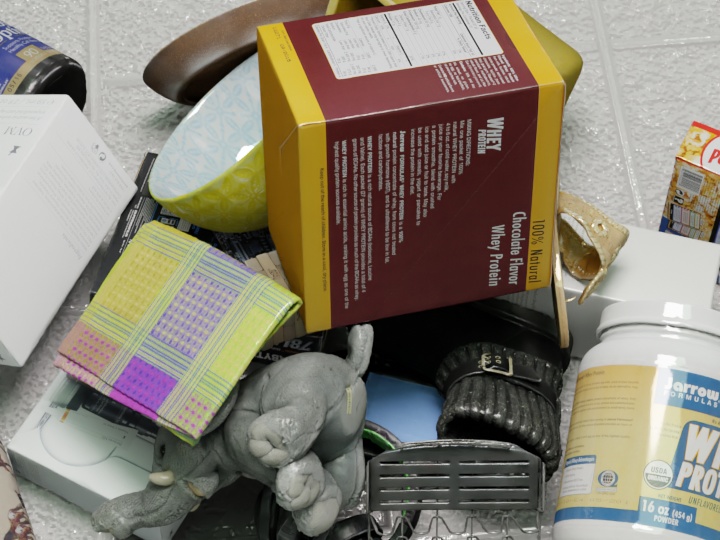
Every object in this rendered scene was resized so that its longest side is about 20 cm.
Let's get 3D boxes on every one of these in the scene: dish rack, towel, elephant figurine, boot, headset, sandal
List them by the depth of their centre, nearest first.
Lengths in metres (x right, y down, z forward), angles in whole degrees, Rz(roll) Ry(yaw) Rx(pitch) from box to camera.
[{"bbox_3d":[0.073,0.229,1.356,0.152,0.055,0.201,-1,101,-2],"label":"dish rack"},{"bbox_3d":[-0.101,0.125,1.379,0.199,0.142,0.155,4,22,33],"label":"elephant figurine"},{"bbox_3d":[-0.146,0.044,1.380,0.199,0.023,0.144,23,73,43],"label":"towel"},{"bbox_3d":[-0.036,0.206,1.409,0.123,0.094,0.201,30,78,19],"label":"headset"},{"bbox_3d":[0.182,-0.036,1.450,0.069,0.078,0.213,-6,51,2],"label":"sandal"},{"bbox_3d":[0.070,0.086,1.455,0.210,0.080,0.158,12,41,8],"label":"boot"}]

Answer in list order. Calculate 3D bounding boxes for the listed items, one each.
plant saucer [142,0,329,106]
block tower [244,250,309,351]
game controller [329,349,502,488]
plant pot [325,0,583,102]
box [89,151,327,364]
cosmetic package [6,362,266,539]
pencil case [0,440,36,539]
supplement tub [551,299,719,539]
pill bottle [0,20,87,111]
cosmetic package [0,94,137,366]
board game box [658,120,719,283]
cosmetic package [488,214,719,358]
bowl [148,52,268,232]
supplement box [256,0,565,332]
[{"bbox_3d":[-0.100,-0.197,1.621,0.199,0.200,0.032,-22,81,-13],"label":"plant saucer"},{"bbox_3d":[0.000,0.000,1.449,0.199,0.058,0.054,-19,46,-17],"label":"block tower"},{"bbox_3d":[0.052,0.126,1.493,0.199,0.042,0.105,14,58,8],"label":"game controller"},{"bbox_3d":[0.084,-0.153,1.587,0.194,0.196,0.199,42,39,24],"label":"plant pot"},{"bbox_3d":[-0.114,-0.010,1.536,0.197,0.050,0.201,12,41,0],"label":"box"},{"bbox_3d":[-0.178,0.113,1.497,0.150,0.052,0.200,25,60,13],"label":"cosmetic package"},{"bbox_3d":[-0.326,0.170,1.443,0.089,0.078,0.201,-15,58,-19],"label":"pencil case"},{"bbox_3d":[0.234,0.137,1.399,0.144,0.145,0.201,9,73,6],"label":"supplement tub"},{"bbox_3d":[-0.362,-0.185,1.653,0.199,0.112,0.112,28,61,17],"label":"pill bottle"},{"bbox_3d":[-0.334,-0.039,1.509,0.198,0.123,0.201,3,53,36],"label":"cosmetic package"},{"bbox_3d":[0.358,-0.031,1.529,0.199,0.152,0.046,24,60,14],"label":"board game box"},{"bbox_3d":[0.198,0.018,1.524,0.199,0.108,0.085,12,57,6],"label":"cosmetic package"},{"bbox_3d":[-0.072,-0.096,1.510,0.200,0.108,0.201,-34,26,19],"label":"bowl"},{"bbox_3d":[0.036,-0.084,1.354,0.199,0.198,0.133,-11,42,-11],"label":"supplement box"}]
